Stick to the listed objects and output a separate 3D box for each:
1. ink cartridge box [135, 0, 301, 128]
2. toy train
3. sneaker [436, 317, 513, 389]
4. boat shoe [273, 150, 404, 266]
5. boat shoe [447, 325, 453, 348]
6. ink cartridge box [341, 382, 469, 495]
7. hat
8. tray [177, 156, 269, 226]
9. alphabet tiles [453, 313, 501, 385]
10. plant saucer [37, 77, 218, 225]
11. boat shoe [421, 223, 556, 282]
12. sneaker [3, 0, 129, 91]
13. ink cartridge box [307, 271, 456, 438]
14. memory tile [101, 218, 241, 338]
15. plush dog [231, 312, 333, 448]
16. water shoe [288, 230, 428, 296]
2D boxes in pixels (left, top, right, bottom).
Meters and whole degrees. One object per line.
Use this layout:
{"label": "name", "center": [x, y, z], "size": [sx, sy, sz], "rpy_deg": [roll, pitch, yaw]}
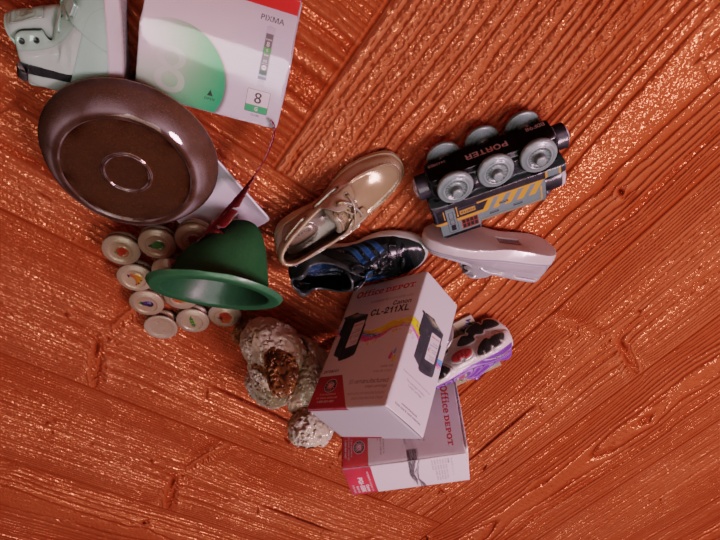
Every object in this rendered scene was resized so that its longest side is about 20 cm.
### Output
{"label": "ink cartridge box", "center": [-0.143, -0.266, 0.597], "size": [0.157, 0.051, 0.203], "rpy_deg": [11, 126, -13]}
{"label": "toy train", "center": [0.165, -0.117, 0.719], "size": [0.196, 0.086, 0.115], "rpy_deg": [-20, 138, 7]}
{"label": "sneaker", "center": [0.151, 0.155, 0.907], "size": [0.197, 0.082, 0.084], "rpy_deg": [-23, 131, 11]}
{"label": "boat shoe", "center": [-0.025, -0.074, 0.729], "size": [0.198, 0.065, 0.073], "rpy_deg": [-33, 122, 7]}
{"label": "boat shoe", "center": [0.052, 0.130, 0.885], "size": [0.072, 0.076, 0.200], "rpy_deg": [39, 105, -25]}
{"label": "ink cartridge box", "center": [0.072, 0.271, 0.940], "size": [0.195, 0.148, 0.084], "rpy_deg": [-9, 129, 7]}
{"label": "hat", "center": [-0.162, -0.056, 0.728], "size": [0.196, 0.180, 0.165], "rpy_deg": [-2, 162, 25]}
{"label": "tray", "center": [-0.209, -0.112, 0.702], "size": [0.106, 0.022, 0.201], "rpy_deg": [-22, 132, 20]}
{"label": "alphabet tiles", "center": [0.120, 0.129, 0.935], "size": [0.165, 0.008, 0.201], "rpy_deg": [-28, 124, 15]}
{"label": "plant saucer", "center": [-0.262, -0.119, 0.649], "size": [0.195, 0.033, 0.202], "rpy_deg": [-3, 140, -2]}
{"label": "boat shoe", "center": [0.174, -0.020, 0.800], "size": [0.195, 0.073, 0.070], "rpy_deg": [3, 127, -19]}
{"label": "sneaker", "center": [-0.292, -0.264, 0.563], "size": [0.115, 0.074, 0.203], "rpy_deg": [4, 128, -17]}
{"label": "ink cartridge box", "center": [0.032, 0.114, 0.773], "size": [0.144, 0.203, 0.083], "rpy_deg": [-15, 132, 42]}
{"label": "memory tile", "center": [-0.256, 0.018, 0.796], "size": [0.149, 0.017, 0.203], "rpy_deg": [-7, 134, 1]}
{"label": "plush dog", "center": [-0.106, 0.135, 0.837], "size": [0.161, 0.199, 0.172], "rpy_deg": [-50, 133, -10]}
{"label": "water shoe", "center": [0.000, 0.000, 0.784], "size": [0.195, 0.080, 0.073], "rpy_deg": [-8, 127, 0]}
